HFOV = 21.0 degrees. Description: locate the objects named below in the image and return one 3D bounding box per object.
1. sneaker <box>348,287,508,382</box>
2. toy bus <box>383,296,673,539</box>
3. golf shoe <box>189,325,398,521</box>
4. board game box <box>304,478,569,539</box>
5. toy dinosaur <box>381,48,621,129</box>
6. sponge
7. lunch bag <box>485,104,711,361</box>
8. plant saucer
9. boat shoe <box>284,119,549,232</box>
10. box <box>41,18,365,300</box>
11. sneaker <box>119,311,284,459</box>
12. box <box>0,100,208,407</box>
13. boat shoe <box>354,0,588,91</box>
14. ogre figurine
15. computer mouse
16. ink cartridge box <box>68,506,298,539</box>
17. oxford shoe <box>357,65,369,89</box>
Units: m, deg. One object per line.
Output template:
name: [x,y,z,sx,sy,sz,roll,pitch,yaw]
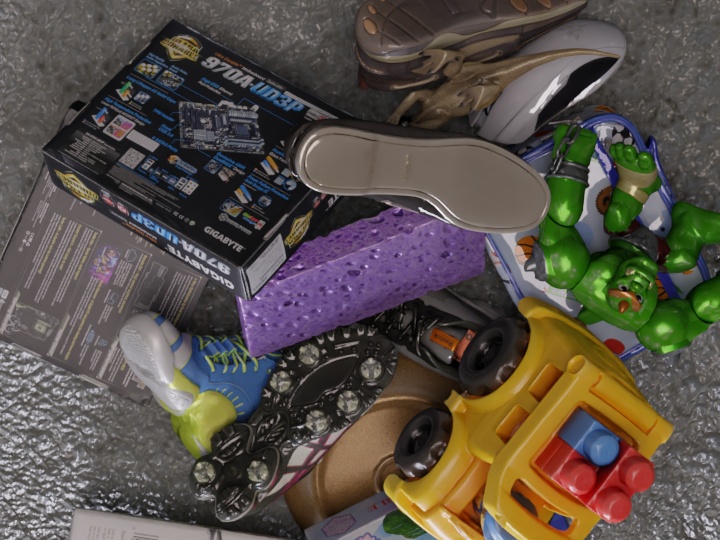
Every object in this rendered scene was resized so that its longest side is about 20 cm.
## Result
sneaker: [0.046,0.035,1.557,0.200,0.079,0.074,25,102,-1]
toy bus: [0.136,0.148,1.450,0.136,0.192,0.200,37,95,-25]
golf shoe: [-0.049,0.120,1.555,0.200,0.088,0.077,-41,71,5]
board game box: [0.082,0.256,1.591,0.199,0.041,0.200,-26,112,-8]
toy dinosaur: [0.085,-0.138,1.448,0.200,0.101,0.058,-28,79,22]
sponge: [0.000,0.000,1.482,0.199,0.112,0.030,-20,63,-7]
lunch bag: [0.184,-0.029,1.547,0.160,0.076,0.200,-27,103,4]
plant saucer: [0.031,0.167,1.611,0.199,0.035,0.201,0,104,0]
boat shoe: [0.040,-0.075,1.399,0.199,0.057,0.067,11,105,-21]
box: [-0.114,-0.087,1.459,0.200,0.046,0.159,29,63,23]
sneaker: [-0.120,0.070,1.535,0.105,0.200,0.076,-40,61,-14]
box: [-0.200,-0.013,1.563,0.160,0.044,0.200,24,102,-6]
boat shoe: [0.081,-0.188,1.478,0.199,0.075,0.073,-16,148,-21]
ogre figurine: [0.212,-0.011,1.472,0.200,0.098,0.120,36,79,-27]
computer mouse: [0.116,-0.138,1.514,0.200,0.110,0.044,-38,132,2]
ink cartridge box: [-0.146,0.280,1.592,0.199,0.084,0.147,10,82,-3]
oxford shoe: [0.054,-0.227,1.501,0.075,0.070,0.201,19,104,-10]
